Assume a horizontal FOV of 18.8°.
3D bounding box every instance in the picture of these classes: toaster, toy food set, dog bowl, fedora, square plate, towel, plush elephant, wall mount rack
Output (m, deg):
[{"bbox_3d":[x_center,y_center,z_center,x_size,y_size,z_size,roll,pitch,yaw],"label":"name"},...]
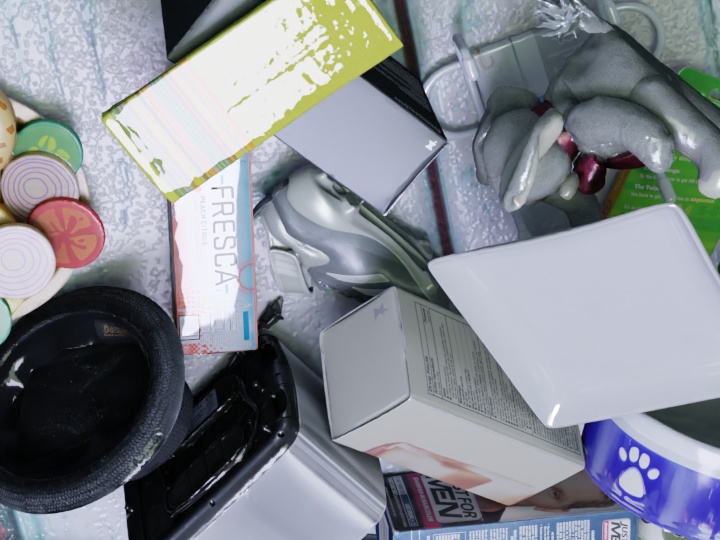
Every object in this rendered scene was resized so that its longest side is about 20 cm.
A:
[{"bbox_3d":[-0.082,0.158,1.681,0.200,0.181,0.119,-44,114,11],"label":"toaster"},{"bbox_3d":[-0.295,-0.043,1.634,0.198,0.049,0.200,34,103,-20],"label":"toy food set"},{"bbox_3d":[0.276,0.135,1.713,0.200,0.200,0.079,10,112,-13],"label":"dog bowl"},{"bbox_3d":[-0.201,0.110,1.665,0.201,0.201,0.092,-42,141,9],"label":"fedora"},{"bbox_3d":[0.180,0.031,1.572,0.198,0.028,0.200,-13,132,30],"label":"square plate"},{"bbox_3d":[-0.075,-0.131,1.499,0.200,0.018,0.086,-34,119,8],"label":"towel"},{"bbox_3d":[0.158,-0.089,1.553,0.200,0.165,0.155,39,105,-12],"label":"plush elephant"},{"bbox_3d":[0.152,-0.117,1.659,0.200,0.075,0.174,-20,115,1],"label":"wall mount rack"}]

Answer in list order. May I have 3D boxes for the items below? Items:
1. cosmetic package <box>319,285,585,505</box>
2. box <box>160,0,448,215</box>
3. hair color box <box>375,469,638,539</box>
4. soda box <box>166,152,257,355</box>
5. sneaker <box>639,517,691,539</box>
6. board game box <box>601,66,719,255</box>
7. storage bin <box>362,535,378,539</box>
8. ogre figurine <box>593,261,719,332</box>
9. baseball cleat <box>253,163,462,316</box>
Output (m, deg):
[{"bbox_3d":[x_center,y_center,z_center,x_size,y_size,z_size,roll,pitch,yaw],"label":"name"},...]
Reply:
[{"bbox_3d":[0.071,0.100,1.675,0.087,0.103,0.200,-32,139,34],"label":"cosmetic package"},{"bbox_3d":[-0.043,-0.145,1.581,0.200,0.141,0.079,35,103,-19],"label":"box"},{"bbox_3d":[0.117,0.205,1.771,0.200,0.100,0.061,-4,113,-8],"label":"hair color box"},{"bbox_3d":[-0.114,-0.039,1.652,0.064,0.068,0.200,-4,113,-8],"label":"soda box"},{"bbox_3d":[0.303,0.253,1.845,0.200,0.077,0.089,22,120,-11],"label":"sneaker"},{"bbox_3d":[0.249,-0.061,1.723,0.095,0.030,0.200,19,111,-16],"label":"board game box"},{"bbox_3d":[-0.001,0.341,1.791,0.145,0.134,0.200,-9,114,-5],"label":"storage bin"},{"bbox_3d":[0.221,0.020,1.674,0.200,0.120,0.098,26,107,-17],"label":"ogre figurine"},{"bbox_3d":[0.000,0.000,1.698,0.106,0.070,0.200,-36,112,24],"label":"baseball cleat"}]
